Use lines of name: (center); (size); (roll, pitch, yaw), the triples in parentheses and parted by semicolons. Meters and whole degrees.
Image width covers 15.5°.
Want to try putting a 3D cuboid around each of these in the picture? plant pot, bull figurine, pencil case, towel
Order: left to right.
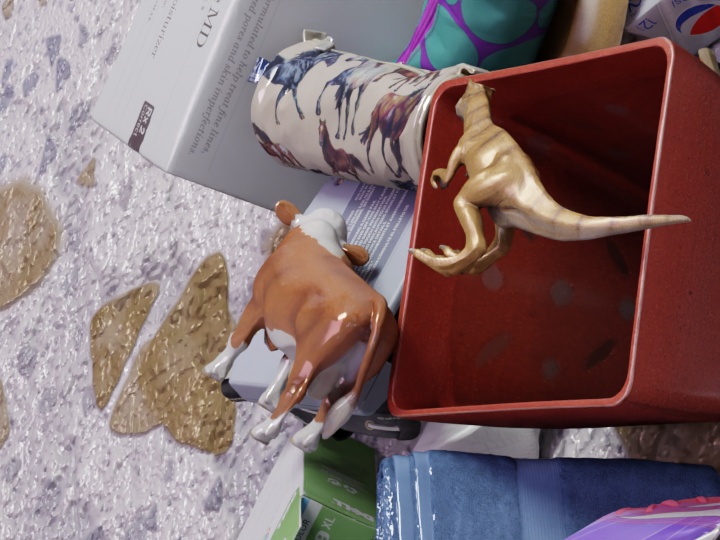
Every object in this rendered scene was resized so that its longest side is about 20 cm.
bull figurine: (-0.033, 0.032, 1.564); (0.122, 0.065, 0.200); (-61, 18, 7)
pencil case: (0.011, -0.098, 1.647); (0.200, 0.078, 0.090); (15, 105, 53)
pencil case: (0.068, -0.153, 1.673); (0.200, 0.092, 0.085); (112, 155, -57)
towel: (0.108, 0.157, 1.490); (0.049, 0.199, 0.112); (99, 172, -57)
plant pot: (0.129, -0.203, 1.671); (0.200, 0.027, 0.201); (-179, 90, -76)
plant pot: (0.155, 0.002, 1.498); (0.200, 0.176, 0.201); (-7, 70, 51)

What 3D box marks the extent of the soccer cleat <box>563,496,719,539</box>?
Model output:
soccer cleat: (0.172, 0.148, 1.427); (0.199, 0.068, 0.073); (-21, 38, -7)

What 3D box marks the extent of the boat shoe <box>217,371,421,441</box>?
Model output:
boat shoe: (-0.030, 0.081, 1.731); (0.200, 0.072, 0.068); (-3, 103, 53)

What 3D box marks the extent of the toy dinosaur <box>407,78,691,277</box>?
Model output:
toy dinosaur: (0.079, -0.040, 1.416); (0.106, 0.060, 0.200); (-58, 38, 16)

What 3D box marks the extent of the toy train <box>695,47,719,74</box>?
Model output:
toy train: (0.198, -0.110, 1.600); (0.200, 0.046, 0.034); (-38, 48, 38)

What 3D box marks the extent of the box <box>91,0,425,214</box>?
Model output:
box: (-0.043, -0.146, 1.804); (0.131, 0.199, 0.200); (34, 103, 54)

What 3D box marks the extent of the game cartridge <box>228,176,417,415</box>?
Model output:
game cartridge: (0.000, 0.000, 1.664); (0.133, 0.041, 0.200); (7, 60, 45)

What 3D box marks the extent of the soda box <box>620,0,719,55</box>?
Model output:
soda box: (0.191, -0.237, 1.648); (0.068, 0.063, 0.201); (-39, 47, 39)

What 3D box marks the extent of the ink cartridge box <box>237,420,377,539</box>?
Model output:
ink cartridge box: (-0.035, 0.181, 1.702); (0.104, 0.059, 0.200); (-63, 8, 14)

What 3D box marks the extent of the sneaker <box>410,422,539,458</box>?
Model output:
sneaker: (0.078, 0.086, 1.669); (0.200, 0.075, 0.089); (-59, 22, 13)
